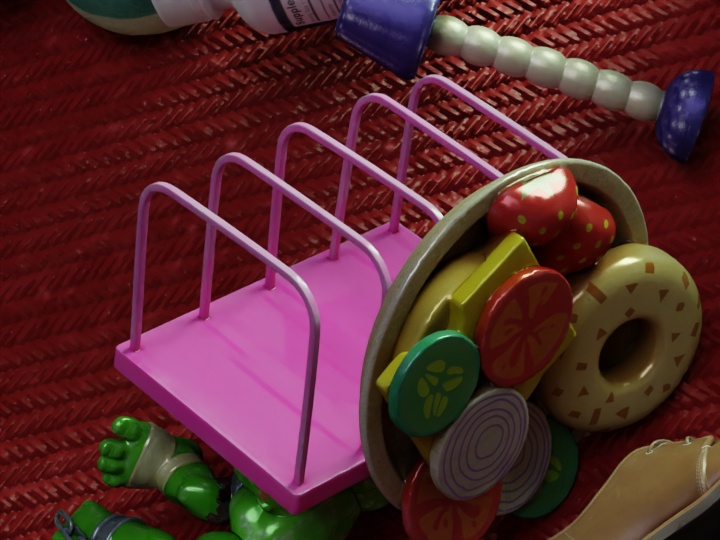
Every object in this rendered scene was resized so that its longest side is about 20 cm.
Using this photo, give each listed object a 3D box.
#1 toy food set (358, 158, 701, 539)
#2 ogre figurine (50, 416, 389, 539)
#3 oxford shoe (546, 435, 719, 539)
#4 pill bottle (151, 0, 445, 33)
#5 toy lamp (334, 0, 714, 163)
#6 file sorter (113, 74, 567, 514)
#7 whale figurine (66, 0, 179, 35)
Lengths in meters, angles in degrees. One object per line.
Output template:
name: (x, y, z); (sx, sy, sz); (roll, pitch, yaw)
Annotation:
toy food set: (0.077, 0.042, 1.277); (0.198, 0.200, 0.049); (-48, 50, -12)
ogre figurine: (-0.049, 0.108, 1.355); (0.199, 0.099, 0.120); (-18, 37, -27)
oxford shoe: (0.166, 0.102, 1.288); (0.199, 0.071, 0.071); (-35, 51, 1)
pill bottle: (-0.017, -0.191, 1.445); (0.199, 0.111, 0.112); (-10, 59, 11)
toy lamp: (0.085, -0.110, 1.392); (0.199, 0.058, 0.059); (18, 68, 0)
file sorter: (0.000, 0.000, 1.318); (0.199, 0.126, 0.139); (-25, 47, -38)
whale figurine: (-0.101, -0.230, 1.551); (0.199, 0.104, 0.160); (-31, 56, 1)
